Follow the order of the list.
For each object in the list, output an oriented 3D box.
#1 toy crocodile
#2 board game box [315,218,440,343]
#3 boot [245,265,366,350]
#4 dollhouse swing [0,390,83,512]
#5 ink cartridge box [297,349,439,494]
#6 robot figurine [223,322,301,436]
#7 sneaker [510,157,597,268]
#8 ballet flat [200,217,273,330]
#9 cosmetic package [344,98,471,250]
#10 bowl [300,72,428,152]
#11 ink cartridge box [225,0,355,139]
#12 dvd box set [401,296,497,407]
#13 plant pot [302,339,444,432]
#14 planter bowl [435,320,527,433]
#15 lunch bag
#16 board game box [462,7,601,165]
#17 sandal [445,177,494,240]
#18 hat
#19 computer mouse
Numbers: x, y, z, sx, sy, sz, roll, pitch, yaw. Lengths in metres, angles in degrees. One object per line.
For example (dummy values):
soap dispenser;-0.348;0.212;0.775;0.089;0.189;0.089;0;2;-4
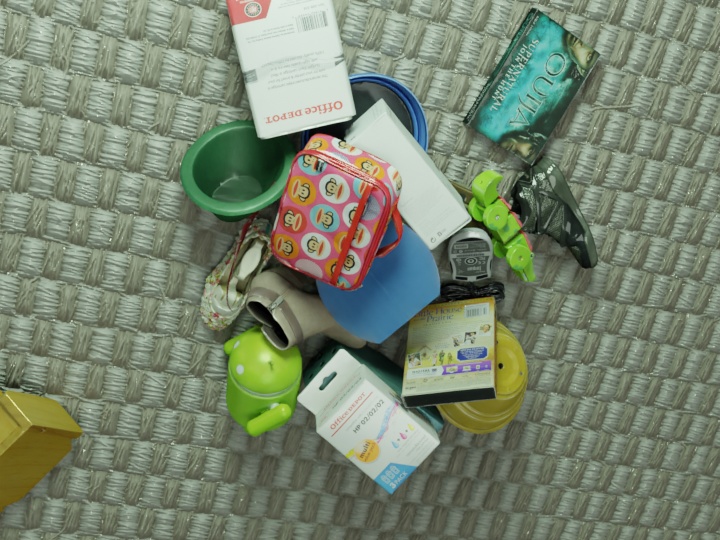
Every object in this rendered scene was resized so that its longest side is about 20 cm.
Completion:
toy crocodile;0.225;-0.065;1.501;0.061;0.067;0.201;-36;116;-6
board game box;0.028;0.006;1.443;0.200;0.039;0.158;-41;90;29
boot;-0.087;0.077;1.476;0.199;0.146;0.070;41;123;-2
dollhouse swing;-0.585;0.245;1.504;0.200;0.176;0.182;-44;156;6
ink cartridge box;0.010;0.230;1.480;0.200;0.068;0.115;41;98;-13
robot figurine;-0.151;0.171;1.511;0.114;0.177;0.202;-7;142;-17
sneaker;0.305;-0.072;1.570;0.113;0.076;0.201;-33;112;3
ballet flat;-0.192;0.011;1.489;0.075;0.064;0.202;24;105;-15
cosmetic package;0.066;-0.141;1.405;0.081;0.113;0.201;-37;109;10
bowl;0.004;-0.199;1.466;0.197;0.039;0.204;-5;112;-12
ink cartridge box;-0.097;-0.299;1.354;0.142;0.084;0.203;-13;101;-3
dvd box set;0.142;0.125;1.517;0.144;0.202;0.030;-8;128;13
plant pot;0.009;0.210;1.577;0.200;0.141;0.141;42;98;-19
planter bowl;0.210;0.160;1.577;0.197;0.083;0.204;7;75;-24
lunch bag;-0.025;-0.074;1.356;0.174;0.082;0.202;24;128;4
board game box;0.266;-0.282;1.501;0.134;0.028;0.202;27;103;-20
sandal;0.153;-0.099;1.531;0.198;0.054;0.081;27;99;-27
hat;-0.181;-0.096;1.450;0.199;0.165;0.177;-40;154;-22
computer mouse;0.177;-0.013;1.534;0.108;0.044;0.201;-2;145;5
